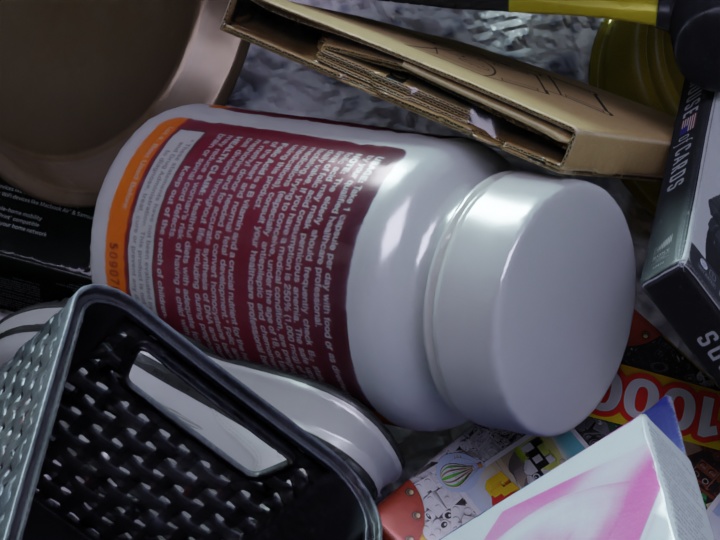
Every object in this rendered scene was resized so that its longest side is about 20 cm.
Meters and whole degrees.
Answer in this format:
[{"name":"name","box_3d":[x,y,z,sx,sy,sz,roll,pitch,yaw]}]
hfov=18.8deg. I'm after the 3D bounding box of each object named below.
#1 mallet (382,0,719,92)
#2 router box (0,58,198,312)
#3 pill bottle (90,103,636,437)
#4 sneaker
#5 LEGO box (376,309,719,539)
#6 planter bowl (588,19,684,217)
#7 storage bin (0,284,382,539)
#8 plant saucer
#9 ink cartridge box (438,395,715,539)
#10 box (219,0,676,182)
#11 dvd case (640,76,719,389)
[{"name":"mallet","box_3d":[0.070,-0.115,0.886,0.200,0.041,0.066,11,32,13]},{"name":"router box","box_3d":[-0.177,-0.065,0.961,0.200,0.051,0.149,15,58,3]},{"name":"pill bottle","box_3d":[0.000,0.000,0.859,0.200,0.114,0.114,11,54,38]},{"name":"sneaker","box_3d":[-0.092,0.084,0.843,0.200,0.076,0.115,14,59,34]},{"name":"LEGO box","box_3d":[0.119,0.135,0.858,0.149,0.077,0.200,-39,70,-24]},{"name":"planter bowl","box_3d":[0.210,-0.100,0.999,0.200,0.084,0.201,3,60,-4]},{"name":"storage bin","box_3d":[-0.075,0.115,0.666,0.135,0.094,0.200,39,26,-19]},{"name":"plant saucer","box_3d":[-0.110,-0.126,0.878,0.029,0.200,0.200,12,55,35]},{"name":"ink cartridge box","box_3d":[0.028,0.132,0.720,0.196,0.043,0.200,-34,25,15]},{"name":"box","box_3d":[0.059,-0.073,0.905,0.163,0.200,0.021,25,102,27]},{"name":"dvd case","box_3d":[0.173,0.001,0.868,0.150,0.025,0.200,50,31,-18]}]
